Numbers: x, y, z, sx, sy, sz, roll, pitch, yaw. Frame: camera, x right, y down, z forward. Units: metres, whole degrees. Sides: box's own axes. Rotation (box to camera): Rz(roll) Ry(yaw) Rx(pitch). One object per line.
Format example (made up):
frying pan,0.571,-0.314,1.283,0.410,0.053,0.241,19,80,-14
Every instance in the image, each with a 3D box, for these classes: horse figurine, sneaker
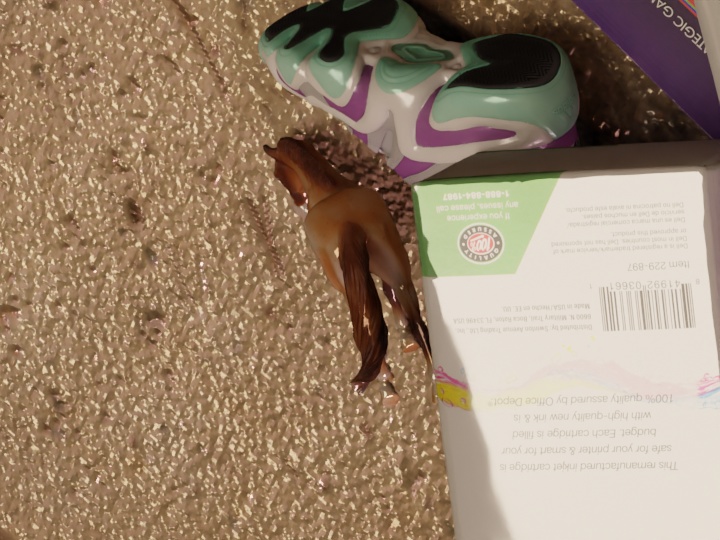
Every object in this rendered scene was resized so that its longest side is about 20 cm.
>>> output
horse figurine,0.000,0.000,1.502,0.050,0.200,0.133,-22,101,0
sneaker,0.033,-0.056,1.493,0.200,0.078,0.140,22,136,44

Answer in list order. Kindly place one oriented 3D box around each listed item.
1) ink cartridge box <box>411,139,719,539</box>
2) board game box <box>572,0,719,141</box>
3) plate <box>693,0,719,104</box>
ink cartridge box,0.114,0.046,1.370,0.145,0.087,0.201,-3,100,24
board game box,0.160,-0.175,1.357,0.200,0.057,0.165,45,128,11
plate,0.231,-0.080,1.236,0.199,0.032,0.201,-22,68,33
